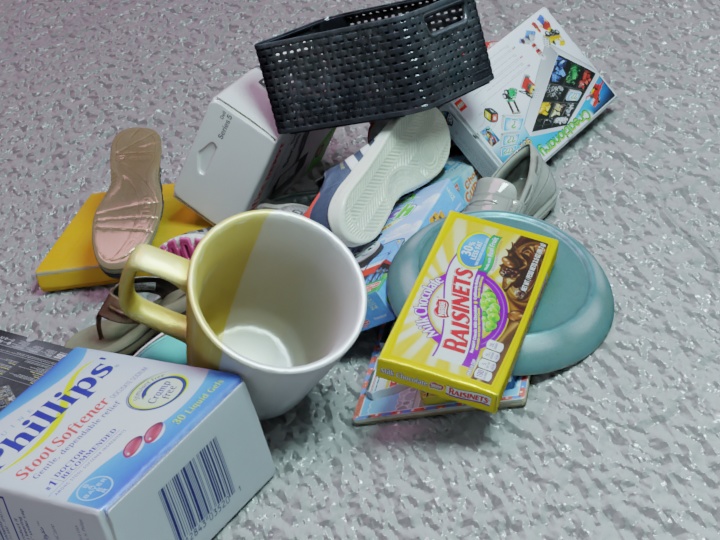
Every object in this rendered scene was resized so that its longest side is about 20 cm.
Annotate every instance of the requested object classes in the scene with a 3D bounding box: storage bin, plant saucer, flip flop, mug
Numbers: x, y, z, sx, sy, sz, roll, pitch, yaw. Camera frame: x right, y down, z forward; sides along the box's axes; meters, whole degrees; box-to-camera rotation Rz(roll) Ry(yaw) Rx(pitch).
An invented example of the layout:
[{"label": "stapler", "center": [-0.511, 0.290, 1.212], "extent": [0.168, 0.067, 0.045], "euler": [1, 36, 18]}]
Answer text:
[{"label": "storage bin", "center": [0.013, -0.201, 1.650], "extent": [0.199, 0.095, 0.135], "euler": [-3, 17, 40]}, {"label": "plant saucer", "center": [0.122, 0.010, 1.467], "extent": [0.198, 0.028, 0.201], "euler": [4, 43, -3]}, {"label": "flip flop", "center": [-0.206, 0.032, 1.628], "extent": [0.199, 0.058, 0.081], "euler": [-25, 19, 31]}, {"label": "mug", "center": [-0.095, 0.038, 1.442], "extent": [0.149, 0.153, 0.187], "euler": [-36, 75, -29]}]

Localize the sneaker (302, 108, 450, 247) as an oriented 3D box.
[{"label": "sneaker", "center": [0.009, -0.092, 1.624], "extent": [0.084, 0.075, 0.200], "euler": [-10, 26, 45]}]

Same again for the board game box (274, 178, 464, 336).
[{"label": "board game box", "center": [0.000, 0.000, 1.583], "extent": [0.151, 0.037, 0.200], "euler": [-22, 20, 34]}]

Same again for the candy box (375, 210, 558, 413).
[{"label": "candy box", "center": [0.091, 0.030, 1.402], "extent": [0.101, 0.027, 0.201], "euler": [14, 42, 12]}]

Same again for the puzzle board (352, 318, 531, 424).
[{"label": "puzzle board", "center": [0.080, 0.063, 1.488], "extent": [0.149, 0.018, 0.200], "euler": [-8, 28, 17]}]

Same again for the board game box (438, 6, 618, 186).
[{"label": "board game box", "center": [0.168, -0.176, 1.762], "extent": [0.200, 0.127, 0.035], "euler": [-40, 0, -37]}]

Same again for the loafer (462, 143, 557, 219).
[{"label": "loafer", "center": [0.123, -0.053, 1.609], "extent": [0.069, 0.070, 0.200], "euler": [-3, 28, 33]}]

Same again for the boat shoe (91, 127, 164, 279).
[{"label": "boat shoe", "center": [-0.237, -0.063, 1.785], "extent": [0.071, 0.065, 0.201], "euler": [-4, 48, 2]}]

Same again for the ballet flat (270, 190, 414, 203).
[{"label": "ballet flat", "center": [-0.026, -0.053, 1.726], "extent": [0.199, 0.057, 0.066], "euler": [-1, -1, 38]}]

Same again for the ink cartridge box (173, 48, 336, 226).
[{"label": "ink cartridge box", "center": [-0.095, -0.148, 1.802], "extent": [0.084, 0.146, 0.200], "euler": [35, 41, 8]}]

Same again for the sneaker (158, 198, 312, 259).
[{"label": "sneaker", "center": [-0.112, -0.023, 1.685], "extent": [0.199, 0.074, 0.087], "euler": [-15, 13, 34]}]

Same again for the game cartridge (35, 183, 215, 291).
[{"label": "game cartridge", "center": [-0.229, -0.040, 1.840], "extent": [0.198, 0.033, 0.177], "euler": [-4, 30, 18]}]

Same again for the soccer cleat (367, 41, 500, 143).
[{"label": "soccer cleat", "center": [0.095, -0.172, 1.780], "extent": [0.199, 0.069, 0.085], "euler": [-34, 40, -23]}]

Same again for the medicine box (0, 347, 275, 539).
[{"label": "medicine box", "center": [-0.205, 0.163, 1.374], "extent": [0.199, 0.104, 0.182], "euler": [7, 36, 36]}]

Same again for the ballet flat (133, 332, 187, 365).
[{"label": "ballet flat", "center": [-0.143, 0.070, 1.545], "extent": [0.200, 0.070, 0.069], "euler": [-45, 36, -19]}]

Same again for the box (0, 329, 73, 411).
[{"label": "box", "center": [-0.353, 0.123, 1.587], "extent": [0.199, 0.049, 0.158], "euler": [9, 38, 41]}]

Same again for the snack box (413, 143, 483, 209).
[{"label": "snack box", "center": [0.098, -0.119, 1.786], "extent": [0.116, 0.037, 0.200], "euler": [9, 37, 40]}]
